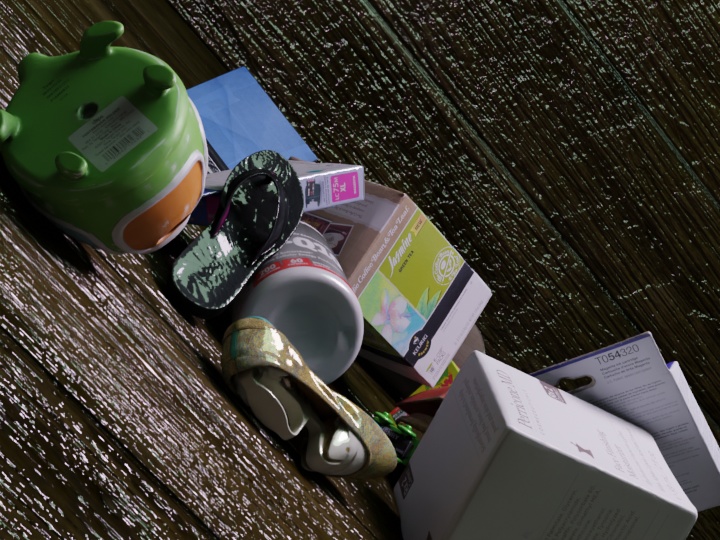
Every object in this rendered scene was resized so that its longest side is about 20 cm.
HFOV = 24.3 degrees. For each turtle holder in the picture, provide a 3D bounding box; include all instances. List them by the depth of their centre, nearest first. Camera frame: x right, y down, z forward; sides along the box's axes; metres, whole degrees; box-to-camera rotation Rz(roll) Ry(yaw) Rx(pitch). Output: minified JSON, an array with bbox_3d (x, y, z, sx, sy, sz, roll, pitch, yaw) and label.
[{"bbox_3d":[-0.194,-0.085,1.208,0.183,0.142,0.132,9,-34,25],"label":"turtle holder"}]

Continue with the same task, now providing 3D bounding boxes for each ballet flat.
[{"bbox_3d":[-0.043,0.121,1.342,0.200,0.071,0.071,48,5,-27],"label":"ballet flat"}]

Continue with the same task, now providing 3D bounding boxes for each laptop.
[{"bbox_3d":[-0.181,-0.203,2.179,0.188,0.116,0.200,51,5,24],"label":"laptop"}]

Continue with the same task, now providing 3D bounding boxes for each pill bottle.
[{"bbox_3d":[-0.068,0.020,1.520,0.114,0.114,0.200,47,5,-23],"label":"pill bottle"}]

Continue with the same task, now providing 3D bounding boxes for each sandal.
[{"bbox_3d":[-0.096,-0.039,1.427,0.075,0.048,0.201,32,46,-4],"label":"sandal"}]

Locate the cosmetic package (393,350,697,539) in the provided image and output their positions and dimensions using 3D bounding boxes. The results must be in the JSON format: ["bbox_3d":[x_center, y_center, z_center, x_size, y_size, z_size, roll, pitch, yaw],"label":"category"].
[{"bbox_3d":[0.158,0.207,1.485,0.198,0.166,0.165,25,15,-16],"label":"cosmetic package"}]

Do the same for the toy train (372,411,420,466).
[{"bbox_3d":[0.084,0.198,1.643,0.199,0.042,0.056,28,-7,26],"label":"toy train"}]

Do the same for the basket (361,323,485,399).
[{"bbox_3d":[0.045,0.067,2.124,0.200,0.136,0.181,42,14,-35],"label":"basket"}]

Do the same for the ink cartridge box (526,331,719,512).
[{"bbox_3d":[0.231,0.162,1.601,0.201,0.195,0.043,62,25,-18],"label":"ink cartridge box"}]

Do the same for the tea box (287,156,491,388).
[{"bbox_3d":[0.000,0.000,1.825,0.199,0.134,0.197,21,-17,46],"label":"tea box"}]

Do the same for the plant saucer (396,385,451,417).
[{"bbox_3d":[0.146,0.179,1.752,0.199,0.037,0.200,35,-13,-6],"label":"plant saucer"}]

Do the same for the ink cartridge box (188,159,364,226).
[{"bbox_3d":[-0.107,-0.071,1.561,0.199,0.043,0.119,-11,13,-42],"label":"ink cartridge box"}]

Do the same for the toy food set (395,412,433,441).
[{"bbox_3d":[0.117,0.220,1.778,0.197,0.049,0.200,35,-12,0],"label":"toy food set"}]

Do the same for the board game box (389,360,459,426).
[{"bbox_3d":[0.133,0.209,1.980,0.200,0.101,0.048,47,5,-30],"label":"board game box"}]
